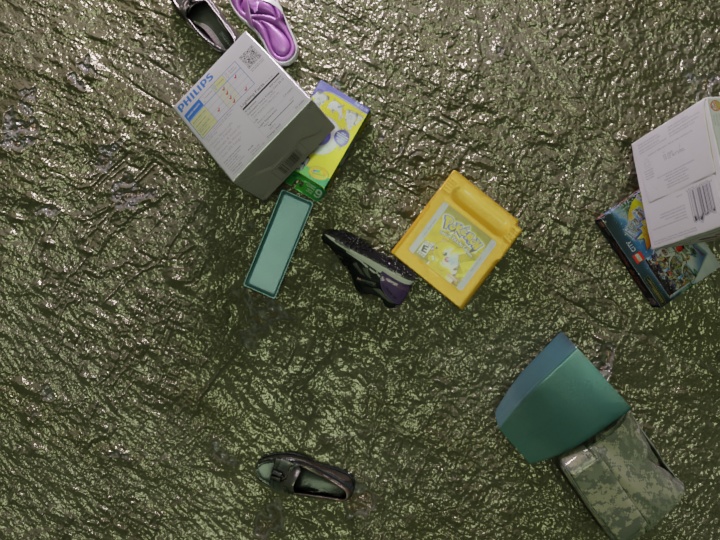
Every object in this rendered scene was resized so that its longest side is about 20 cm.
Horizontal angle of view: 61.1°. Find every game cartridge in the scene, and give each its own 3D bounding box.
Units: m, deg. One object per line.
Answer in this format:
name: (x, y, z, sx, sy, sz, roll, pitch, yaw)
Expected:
game cartridge: (0.185, -0.058, 1.165, 0.176, 0.032, 0.201, 38, 93, 2)

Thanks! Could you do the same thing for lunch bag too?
lunch bag: (0.463, 0.362, 1.098, 0.167, 0.139, 0.201, -35, 89, 3)

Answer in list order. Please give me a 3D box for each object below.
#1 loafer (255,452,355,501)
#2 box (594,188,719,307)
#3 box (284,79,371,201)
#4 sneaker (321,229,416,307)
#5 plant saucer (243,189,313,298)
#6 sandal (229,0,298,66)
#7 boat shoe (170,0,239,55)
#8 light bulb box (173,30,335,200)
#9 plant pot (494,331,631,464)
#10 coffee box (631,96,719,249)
loafer: (-0.108, 0.396, 1.163, 0.197, 0.063, 0.073, 10, 90, 3)
box: (0.555, -0.052, 1.144, 0.136, 0.038, 0.201, -34, 88, 2)
box: (-0.078, -0.245, 1.170, 0.116, 0.048, 0.202, 30, 93, 3)
sneaker: (0.000, 0.000, 1.155, 0.199, 0.076, 0.088, 33, 112, 13)
plant saucer: (-0.159, -0.051, 1.188, 0.069, 0.019, 0.202, 22, 92, 2)
sandal: (-0.184, -0.490, 1.173, 0.082, 0.050, 0.204, -37, 88, 2)
boat shoe: (-0.297, -0.485, 1.174, 0.067, 0.057, 0.200, -43, 88, 2)
light bulb box: (-0.191, -0.276, 1.107, 0.198, 0.125, 0.200, -43, 71, 6)
plant pot: (0.348, 0.240, 1.107, 0.200, 0.141, 0.142, -42, 88, 9)
coffee box: (0.618, -0.163, 1.034, 0.195, 0.200, 0.203, -7, 82, -11)
